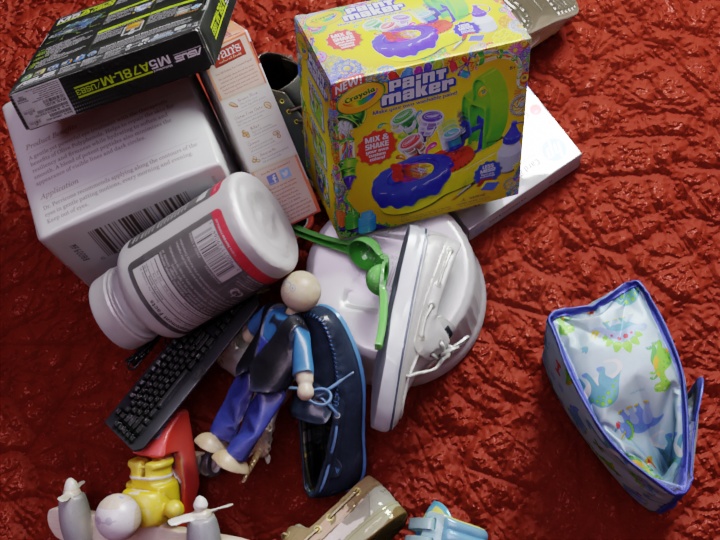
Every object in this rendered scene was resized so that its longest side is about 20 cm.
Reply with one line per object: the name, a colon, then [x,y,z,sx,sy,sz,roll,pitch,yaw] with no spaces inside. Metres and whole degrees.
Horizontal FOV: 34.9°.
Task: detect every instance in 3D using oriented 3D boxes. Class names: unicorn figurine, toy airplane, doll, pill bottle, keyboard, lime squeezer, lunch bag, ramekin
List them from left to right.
toy airplane: [-0.216,0.262,1.139,0.200,0.141,0.200,-41,61,11]
keyboard: [-0.192,0.083,1.177,0.201,0.021,0.127,-51,38,-10]
pill bottle: [-0.168,-0.002,1.128,0.199,0.110,0.112,-30,70,20]
unicorn figurine: [-0.107,0.104,1.205,0.200,0.073,0.138,50,119,43]
doll: [-0.088,0.095,1.111,0.136,0.048,0.202,29,95,51]
lime squeezer: [0.000,0.000,1.129,0.070,0.038,0.200,-5,39,-32]
ramekin: [0.034,0.016,1.211,0.198,0.098,0.203,-2,72,5]
lunch bag: [0.263,0.132,1.113,0.126,0.170,0.202,-20,71,3]

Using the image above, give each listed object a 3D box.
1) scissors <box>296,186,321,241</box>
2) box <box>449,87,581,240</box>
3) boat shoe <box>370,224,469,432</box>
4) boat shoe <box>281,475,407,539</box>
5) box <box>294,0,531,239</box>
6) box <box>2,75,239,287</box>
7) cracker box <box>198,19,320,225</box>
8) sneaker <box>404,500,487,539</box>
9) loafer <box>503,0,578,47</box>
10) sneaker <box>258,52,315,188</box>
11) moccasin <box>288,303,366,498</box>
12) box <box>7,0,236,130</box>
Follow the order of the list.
scissors: [-0.037,-0.092,1.297,0.199,0.014,0.073,-31,65,-6]
box: [0.126,-0.157,1.283,0.155,0.041,0.201,-33,74,-6]
boat shoe: [0.065,0.062,1.112,0.085,0.075,0.204,14,74,-4]
boat shoe: [-0.047,0.285,1.157,0.199,0.074,0.067,-35,62,-8]
box: [0.050,-0.161,1.136,0.198,0.194,0.123,-15,46,-11]
box: [-0.236,-0.102,1.218,0.197,0.200,0.173,-23,68,0]
cracker box: [-0.114,-0.154,1.187,0.057,0.134,0.202,-25,113,-6]
sneaker: [0.041,0.300,1.135,0.197,0.080,0.132,-5,74,-5]
loafer: [0.161,-0.266,1.260,0.199,0.068,0.076,-19,65,-37]
sneaker: [-0.046,-0.153,1.255,0.199,0.107,0.075,34,67,20]
moccasin: [-0.035,0.137,1.144,0.068,0.080,0.202,-19,107,-36]
box: [-0.225,-0.223,1.116,0.198,0.048,0.194,-17,29,11]
